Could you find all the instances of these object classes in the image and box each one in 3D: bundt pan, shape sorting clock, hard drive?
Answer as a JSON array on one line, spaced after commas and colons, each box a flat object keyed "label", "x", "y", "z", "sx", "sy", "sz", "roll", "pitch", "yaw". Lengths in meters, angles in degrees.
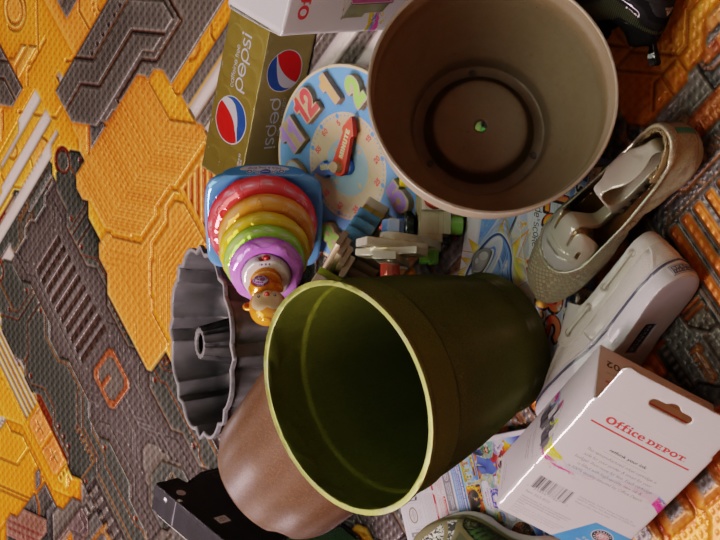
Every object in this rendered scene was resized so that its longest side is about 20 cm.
[{"label": "bundt pan", "x": -0.132, "y": 0.072, "z": 1.899, "sx": 0.202, "sy": 0.076, "sz": 0.202, "roll": 177, "pitch": 90, "yaw": -67}, {"label": "shape sorting clock", "x": -0.013, "y": -0.101, "z": 1.790, "sx": 0.200, "sy": 0.039, "sz": 0.200, "roll": 11, "pitch": 105, "yaw": 47}, {"label": "hard drive", "x": -0.101, "y": 0.266, "z": 1.881, "sx": 0.200, "sy": 0.140, "sz": 0.038, "roll": 31, "pitch": 119, "yaw": 40}]

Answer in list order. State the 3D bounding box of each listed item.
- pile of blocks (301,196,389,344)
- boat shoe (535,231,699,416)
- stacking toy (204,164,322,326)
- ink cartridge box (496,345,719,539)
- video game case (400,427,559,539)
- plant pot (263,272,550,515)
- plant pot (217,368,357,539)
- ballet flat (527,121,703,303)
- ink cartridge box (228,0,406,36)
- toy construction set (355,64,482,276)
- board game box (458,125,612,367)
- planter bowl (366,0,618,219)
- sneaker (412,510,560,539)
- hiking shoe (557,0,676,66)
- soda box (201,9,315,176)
[{"label": "pile of blocks", "x": 0.000, "y": 0.000, "z": 1.666, "sx": 0.062, "sy": 0.200, "sz": 0.082, "roll": 30, "pitch": 136, "yaw": 1}, {"label": "boat shoe", "x": 0.204, "y": 0.048, "z": 1.556, "sx": 0.200, "sy": 0.071, "sz": 0.070, "roll": -57, "pitch": 51, "yaw": 34}, {"label": "stacking toy", "x": -0.091, "y": -0.009, "z": 1.732, "sx": 0.200, "sy": 0.116, "sz": 0.110, "roll": -96, "pitch": 6, "yaw": -59}, {"label": "ink cartridge box", "x": 0.213, "y": 0.142, "z": 1.520, "sx": 0.200, "sy": 0.115, "sz": 0.068, "roll": -54, "pitch": 14, "yaw": 39}, {"label": "video game case", "x": 0.112, "y": 0.230, "z": 1.727, "sx": 0.200, "sy": 0.018, "sz": 0.143, "roll": -18, "pitch": 83, "yaw": 49}, {"label": "plant pot", "x": 0.055, "y": 0.085, "z": 1.573, "sx": 0.200, "sy": 0.193, "sz": 0.201, "roll": 18, "pitch": 115, "yaw": 43}, {"label": "plant pot", "x": -0.030, "y": 0.146, "z": 1.741, "sx": 0.198, "sy": 0.200, "sz": 0.200, "roll": -46, "pitch": 63, "yaw": 45}, {"label": "ballet flat", "x": 0.196, "y": -0.052, "z": 1.511, "sx": 0.200, "sy": 0.062, "sz": 0.067, "roll": -48, "pitch": 60, "yaw": 22}, {"label": "ink cartridge box", "x": -0.007, "y": -0.290, "z": 1.628, "sx": 0.085, "sy": 0.200, "sz": 0.145, "roll": 36, "pitch": 123, "yaw": 39}, {"label": "toy construction set", "x": 0.060, "y": -0.082, "z": 1.640, "sx": 0.131, "sy": 0.092, "sz": 0.200, "roll": 125, "pitch": 162, "yaw": -81}, {"label": "board game box", "x": 0.150, "y": -0.017, "z": 1.627, "sx": 0.135, "sy": 0.034, "sz": 0.200, "roll": 24, "pitch": 114, "yaw": 44}, {"label": "planter bowl", "x": 0.103, "y": -0.130, "z": 1.514, "sx": 0.135, "sy": 0.200, "sz": 0.200, "roll": 100, "pitch": 153, "yaw": -79}, {"label": "sneaker", "x": 0.103, "y": 0.267, "z": 1.662, "sx": 0.200, "sy": 0.089, "sz": 0.077, "roll": 0, "pitch": 97, "yaw": 48}, {"label": "hiking shoe", "x": 0.174, "y": -0.236, "z": 1.529, "sx": 0.200, "sy": 0.076, "sz": 0.101, "roll": 29, "pitch": 114, "yaw": 41}, {"label": "soda box", "x": -0.101, "y": -0.186, "z": 1.855, "sx": 0.068, "sy": 0.064, "sz": 0.200, "roll": 34, "pitch": 120, "yaw": 40}]
